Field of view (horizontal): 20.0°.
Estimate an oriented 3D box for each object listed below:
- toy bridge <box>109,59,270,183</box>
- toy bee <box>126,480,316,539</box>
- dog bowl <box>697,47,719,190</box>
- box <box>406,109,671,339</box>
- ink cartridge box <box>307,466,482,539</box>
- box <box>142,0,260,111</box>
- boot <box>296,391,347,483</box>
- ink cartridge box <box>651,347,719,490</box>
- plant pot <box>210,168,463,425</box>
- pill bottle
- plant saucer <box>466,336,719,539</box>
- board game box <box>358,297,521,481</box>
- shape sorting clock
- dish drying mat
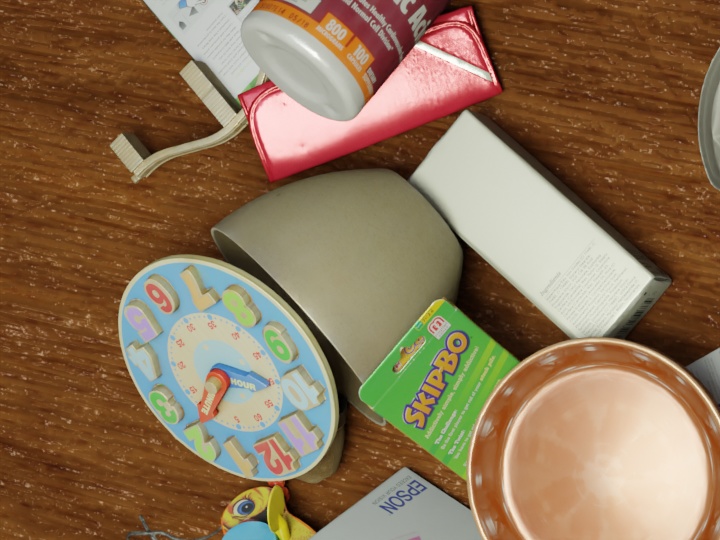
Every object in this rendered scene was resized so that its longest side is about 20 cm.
[{"bbox_3d":[-0.118,-0.141,1.652,0.200,0.027,0.067,-45,76,16],"label":"toy bridge"},{"bbox_3d":[-0.072,0.208,1.615,0.199,0.131,0.109,32,57,13],"label":"toy bee"},{"bbox_3d":[0.349,-0.107,1.485,0.199,0.059,0.201,0,89,22],"label":"dog bowl"},{"bbox_3d":[0.136,-0.029,1.562,0.200,0.068,0.082,45,103,17],"label":"box"},{"bbox_3d":[0.058,0.245,1.518,0.199,0.196,0.043,30,121,20],"label":"ink cartridge box"},{"bbox_3d":[-0.086,-0.224,1.674,0.144,0.036,0.200,-45,73,15],"label":"box"},{"bbox_3d":[-0.098,0.114,1.654,0.199,0.074,0.076,21,128,31],"label":"boot"},{"bbox_3d":[0.294,0.087,1.487,0.199,0.037,0.095,-30,38,17],"label":"ink cartridge box"},{"bbox_3d":[0.000,0.000,1.566,0.134,0.200,0.200,-42,73,-10],"label":"plant pot"},{"bbox_3d":[0.010,-0.222,1.561,0.114,0.114,0.200,33,75,19],"label":"pill bottle"},{"bbox_3d":[0.175,0.148,1.472,0.199,0.032,0.202,0,89,22],"label":"plant saucer"},{"bbox_3d":[0.085,0.101,1.515,0.096,0.200,0.030,-49,38,2],"label":"board game box"},{"bbox_3d":[-0.104,0.078,1.555,0.199,0.039,0.201,18,132,21],"label":"shape sorting clock"},{"bbox_3d":[0.007,-0.140,1.613,0.199,0.018,0.077,-21,96,5],"label":"dish drying mat"}]
